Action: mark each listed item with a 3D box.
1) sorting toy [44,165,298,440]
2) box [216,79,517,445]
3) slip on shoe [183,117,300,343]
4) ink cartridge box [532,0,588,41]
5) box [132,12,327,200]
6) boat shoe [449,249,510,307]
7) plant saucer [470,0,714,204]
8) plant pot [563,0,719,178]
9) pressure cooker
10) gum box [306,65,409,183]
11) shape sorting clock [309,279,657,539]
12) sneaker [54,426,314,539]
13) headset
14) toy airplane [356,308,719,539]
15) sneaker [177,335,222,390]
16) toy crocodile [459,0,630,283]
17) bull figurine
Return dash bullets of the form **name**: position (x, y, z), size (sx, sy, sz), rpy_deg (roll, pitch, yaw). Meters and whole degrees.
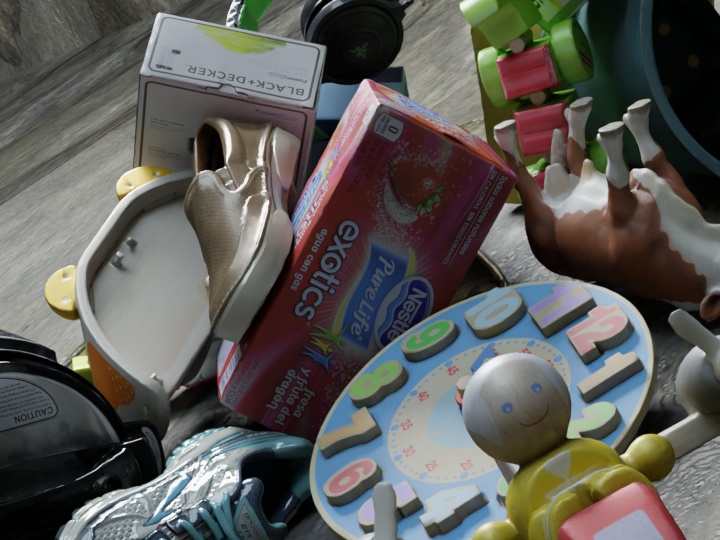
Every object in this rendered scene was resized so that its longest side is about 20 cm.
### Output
- **sorting toy**: position (-0.132, 0.050, 1.372), size (0.106, 0.181, 0.200), rpy_deg (20, 48, 11)
- **box**: position (0.000, 0.000, 1.252), size (0.201, 0.095, 0.100), rpy_deg (-61, 12, 9)
- **slip on shoe**: position (-0.077, -0.031, 1.259), size (0.076, 0.060, 0.200), rpy_deg (-56, 15, 33)
- **ink cartridge box**: position (0.143, -0.216, 1.319), size (0.104, 0.059, 0.200), rpy_deg (-55, 6, -39)
- **box**: position (-0.091, -0.069, 1.413), size (0.116, 0.201, 0.060), rpy_deg (11, 49, 0)
- **boat shoe**: position (0.063, 0.031, 1.275), size (0.073, 0.063, 0.200), rpy_deg (-26, 16, 2)
- **plant saucer**: position (0.180, -0.143, 1.506), size (0.199, 0.200, 0.048), rpy_deg (-31, 55, -13)
- **plant pot**: position (0.231, -0.142, 1.348), size (0.200, 0.201, 0.196), rpy_deg (-31, 8, -14)
- **pressure cooker**: position (-0.219, 0.128, 1.236), size (0.176, 0.178, 0.200), rpy_deg (-58, 23, -11)
- **gum box**: position (-0.044, -0.078, 1.520), size (0.169, 0.045, 0.200), rpy_deg (1, -25, 7)
- **shape sorting clock**: position (0.062, 0.073, 1.119), size (0.199, 0.039, 0.200), rpy_deg (-19, 31, 12)
- **sneaker**: position (-0.092, 0.141, 1.156), size (0.086, 0.078, 0.200), rpy_deg (-11, 22, 37)
- **headset**: position (0.007, -0.174, 1.414), size (0.199, 0.094, 0.124), rpy_deg (-11, 49, 29)
- **toy airplane**: position (0.084, 0.094, 0.882), size (0.198, 0.142, 0.200), rpy_deg (-16, 19, 38)
- **sneaker**: position (-0.076, 0.009, 1.529), size (0.199, 0.089, 0.081), rpy_deg (-25, 14, -18)
- **toy crocodile**: position (0.118, -0.086, 1.308), size (0.067, 0.201, 0.062), rpy_deg (-16, 14, 20)
- **bull figurine**: position (0.152, -0.033, 1.210), size (0.065, 0.122, 0.200), rpy_deg (-27, 16, -27)
